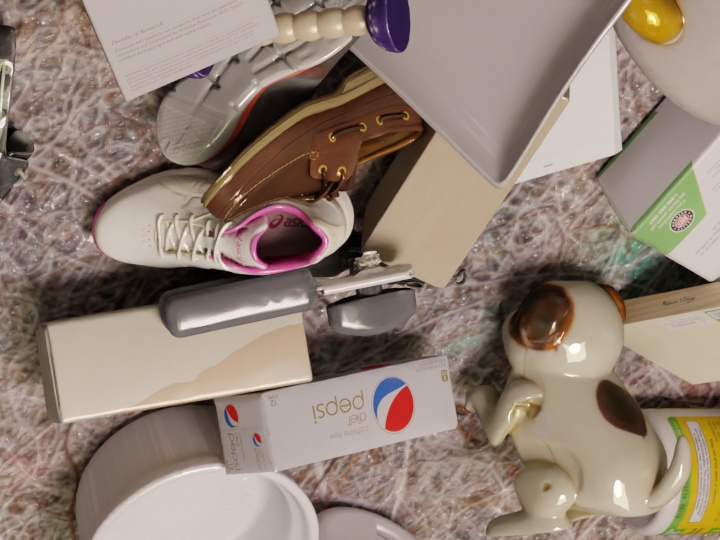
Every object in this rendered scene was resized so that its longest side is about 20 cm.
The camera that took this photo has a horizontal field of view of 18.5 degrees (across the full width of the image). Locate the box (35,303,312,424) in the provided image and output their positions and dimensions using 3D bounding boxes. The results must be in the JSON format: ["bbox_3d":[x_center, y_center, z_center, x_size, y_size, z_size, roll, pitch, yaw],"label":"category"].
[{"bbox_3d":[-0.146,0.063,1.712,0.198,0.095,0.079,-9,90,-13],"label":"box"}]

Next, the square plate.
[{"bbox_3d":[0.091,-0.196,1.573,0.028,0.198,0.201,-4,134,-56],"label":"square plate"}]

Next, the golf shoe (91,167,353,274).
[{"bbox_3d":[-0.106,-0.033,1.647,0.198,0.092,0.076,-5,108,5],"label":"golf shoe"}]

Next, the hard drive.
[{"bbox_3d":[0.134,-0.160,1.707,0.131,0.026,0.201,-16,130,-9],"label":"hard drive"}]

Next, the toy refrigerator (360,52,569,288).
[{"bbox_3d":[0.078,-0.089,1.686,0.075,0.070,0.201,23,125,-13],"label":"toy refrigerator"}]

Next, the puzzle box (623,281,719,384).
[{"bbox_3d":[0.314,0.050,1.856,0.133,0.026,0.199,29,153,-35],"label":"puzzle box"}]

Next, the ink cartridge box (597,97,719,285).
[{"bbox_3d":[0.317,-0.065,1.810,0.199,0.085,0.146,28,113,-35],"label":"ink cartridge box"}]

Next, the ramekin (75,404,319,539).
[{"bbox_3d":[-0.142,0.207,1.835,0.199,0.098,0.202,-11,129,-13],"label":"ramekin"}]

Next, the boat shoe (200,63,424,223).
[{"bbox_3d":[-0.029,-0.086,1.614,0.200,0.068,0.072,-34,174,-34],"label":"boat shoe"}]

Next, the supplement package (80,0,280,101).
[{"bbox_3d":[-0.148,-0.241,1.475,0.119,0.122,0.201,-23,131,-3],"label":"supplement package"}]

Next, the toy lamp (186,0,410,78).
[{"bbox_3d":[-0.066,-0.168,1.558,0.198,0.058,0.058,-3,134,22],"label":"toy lamp"}]

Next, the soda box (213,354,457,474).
[{"bbox_3d":[-0.017,0.114,1.776,0.199,0.068,0.064,-10,91,-41],"label":"soda box"}]

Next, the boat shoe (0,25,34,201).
[{"bbox_3d":[-0.268,-0.082,1.582,0.070,0.072,0.201,-5,125,-12],"label":"boat shoe"}]

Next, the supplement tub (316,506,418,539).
[{"bbox_3d":[-0.027,0.323,1.936,0.143,0.145,0.201,15,119,-30],"label":"supplement tub"}]

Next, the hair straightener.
[{"bbox_3d":[0.000,0.000,1.743,0.198,0.077,0.041,9,118,-26],"label":"hair straightener"}]

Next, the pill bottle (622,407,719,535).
[{"bbox_3d":[0.335,0.179,1.986,0.198,0.111,0.112,1,125,-21],"label":"pill bottle"}]

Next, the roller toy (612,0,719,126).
[{"bbox_3d":[0.266,-0.203,1.609,0.182,0.201,0.139,41,127,-17],"label":"roller toy"}]

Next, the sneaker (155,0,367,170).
[{"bbox_3d":[-0.062,-0.148,1.628,0.199,0.077,0.082,-37,157,10],"label":"sneaker"}]

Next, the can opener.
[{"bbox_3d":[-0.051,0.025,1.662,0.198,0.053,0.067,-8,98,-13],"label":"can opener"}]

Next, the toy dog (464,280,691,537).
[{"bbox_3d":[0.173,0.108,1.829,0.139,0.193,0.202,-8,86,-37],"label":"toy dog"}]
